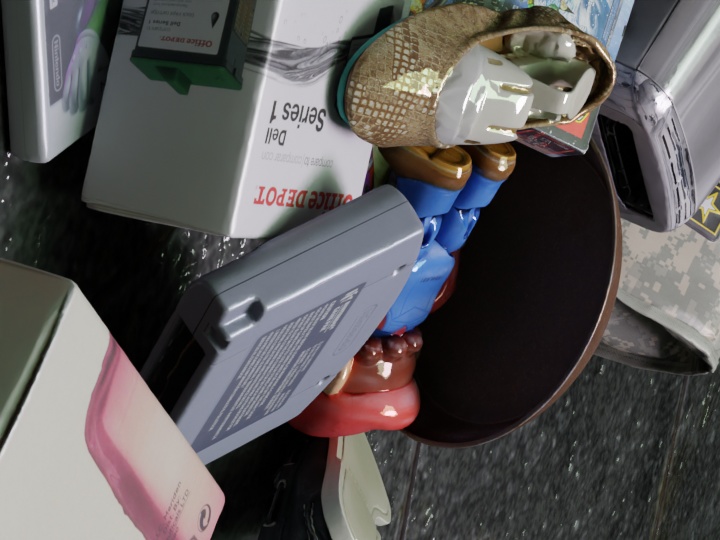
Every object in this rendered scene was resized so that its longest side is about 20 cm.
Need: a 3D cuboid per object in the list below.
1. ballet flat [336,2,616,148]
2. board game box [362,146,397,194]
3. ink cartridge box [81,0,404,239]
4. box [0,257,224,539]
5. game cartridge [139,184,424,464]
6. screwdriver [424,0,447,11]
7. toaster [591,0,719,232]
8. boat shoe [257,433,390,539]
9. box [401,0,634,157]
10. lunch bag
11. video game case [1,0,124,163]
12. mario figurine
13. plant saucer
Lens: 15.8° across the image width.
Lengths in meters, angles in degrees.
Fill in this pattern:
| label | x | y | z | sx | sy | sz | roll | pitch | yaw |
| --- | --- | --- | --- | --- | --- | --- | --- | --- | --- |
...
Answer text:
| label | x | y | z | sx | sy | sz | roll | pitch | yaw |
| --- | --- | --- | --- | --- | --- | --- | --- | --- | --- |
| ballet flat | 0.065 | -0.093 | 1.252 | 0.200 | 0.065 | 0.071 | -22 | 131 | -54 |
| board game box | 0.007 | -0.108 | 1.454 | 0.120 | 0.032 | 0.201 | 31 | 75 | -61 |
| ink cartridge box | -0.044 | -0.116 | 1.206 | 0.146 | 0.084 | 0.202 | -1 | 104 | -67 |
| box | -0.156 | 0.082 | 1.070 | 0.109 | 0.127 | 0.200 | -65 | 155 | -23 |
| game cartridge | -0.045 | 0.034 | 1.247 | 0.133 | 0.042 | 0.200 | -31 | 166 | -33 |
| screwdriver | 0.050 | -0.145 | 1.285 | 0.200 | 0.028 | 0.029 | -49 | -178 | -36 |
| toaster | 0.171 | -0.114 | 1.504 | 0.129 | 0.113 | 0.200 | -53 | 152 | -18 |
| boat shoe | -0.025 | 0.132 | 1.464 | 0.199 | 0.066 | 0.075 | -85 | 151 | -74 |
| box | 0.050 | -0.160 | 1.353 | 0.199 | 0.040 | 0.138 | 24 | 78 | -24 |
| lunch bag | 0.163 | -0.037 | 1.625 | 0.165 | 0.199 | 0.118 | -63 | 155 | -24 |
| video game case | -0.105 | -0.174 | 1.169 | 0.182 | 0.023 | 0.201 | -44 | 141 | -51 |
| mario figurine | 0.000 | 0.000 | 1.410 | 0.201 | 0.123 | 0.106 | -64 | -155 | 26 |
| plant saucer | 0.075 | 0.003 | 1.448 | 0.034 | 0.200 | 0.202 | 19 | 85 | -42 |
